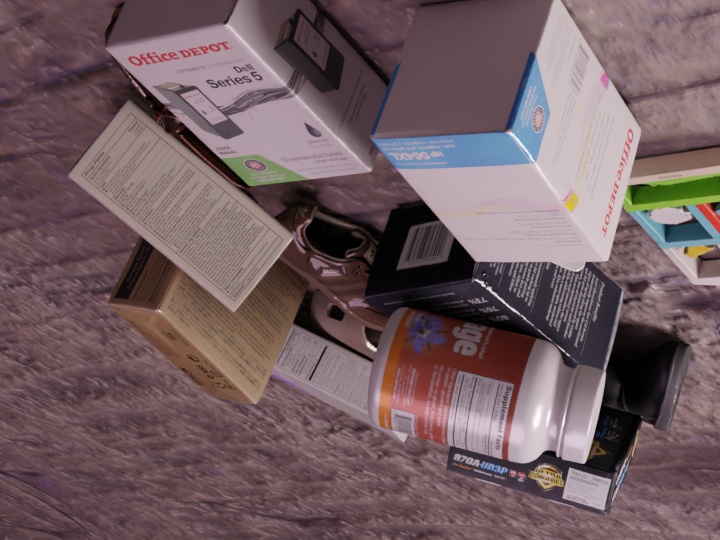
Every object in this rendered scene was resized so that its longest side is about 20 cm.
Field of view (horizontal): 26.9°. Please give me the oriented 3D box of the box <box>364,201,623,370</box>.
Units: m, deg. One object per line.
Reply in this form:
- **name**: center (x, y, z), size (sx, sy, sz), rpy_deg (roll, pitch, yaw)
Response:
- **box**: center (0.129, 0.023, 1.427), size (0.147, 0.105, 0.200), rpy_deg (-10, 142, 45)

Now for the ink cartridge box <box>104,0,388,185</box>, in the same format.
- **ink cartridge box**: center (-0.088, -0.163, 1.235), size (0.145, 0.085, 0.200), rpy_deg (-3, 146, 40)

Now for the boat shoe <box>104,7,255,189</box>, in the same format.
- **boat shoe**: center (-0.149, -0.149, 1.328), size (0.200, 0.071, 0.070), rpy_deg (38, 150, -31)

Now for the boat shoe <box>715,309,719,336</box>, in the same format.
- **boat shoe**: center (0.419, 0.077, 1.368), size (0.198, 0.067, 0.070), rpy_deg (10, 153, 19)

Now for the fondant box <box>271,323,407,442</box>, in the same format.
- **fondant box**: center (-0.033, 0.119, 1.714), size (0.199, 0.059, 0.144), rpy_deg (27, 171, 14)

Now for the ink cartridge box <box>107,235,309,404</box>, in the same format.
- **ink cartridge box**: center (-0.149, 0.018, 1.546), size (0.075, 0.166, 0.200), rpy_deg (5, 151, 34)

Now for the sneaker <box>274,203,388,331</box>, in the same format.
- **sneaker**: center (0.000, 0.000, 1.514), size (0.199, 0.071, 0.075), rpy_deg (30, 152, -21)

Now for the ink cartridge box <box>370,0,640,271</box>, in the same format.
- **ink cartridge box**: center (0.122, -0.097, 1.162), size (0.124, 0.129, 0.200), rpy_deg (1, 148, 36)

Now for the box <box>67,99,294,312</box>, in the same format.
- **box**: center (-0.165, -0.061, 1.407), size (0.200, 0.095, 0.078), rpy_deg (41, 180, -4)

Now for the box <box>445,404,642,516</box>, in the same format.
- **box**: center (0.184, 0.168, 1.470), size (0.158, 0.046, 0.200), rpy_deg (15, -165, 15)

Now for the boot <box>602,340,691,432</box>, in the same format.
- **boot**: center (0.234, 0.098, 1.559), size (0.198, 0.066, 0.165), rpy_deg (18, 153, 14)

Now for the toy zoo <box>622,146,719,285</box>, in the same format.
- **toy zoo**: center (0.309, -0.035, 1.278), size (0.130, 0.021, 0.200), rpy_deg (-6, 145, 43)

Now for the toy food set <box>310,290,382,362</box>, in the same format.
- **toy food set**: center (0.049, 0.085, 1.657), size (0.199, 0.061, 0.143), rpy_deg (34, 172, -24)

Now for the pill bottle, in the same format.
- **pill bottle**: center (0.114, 0.108, 1.352), size (0.198, 0.113, 0.112), rpy_deg (13, 154, 13)
